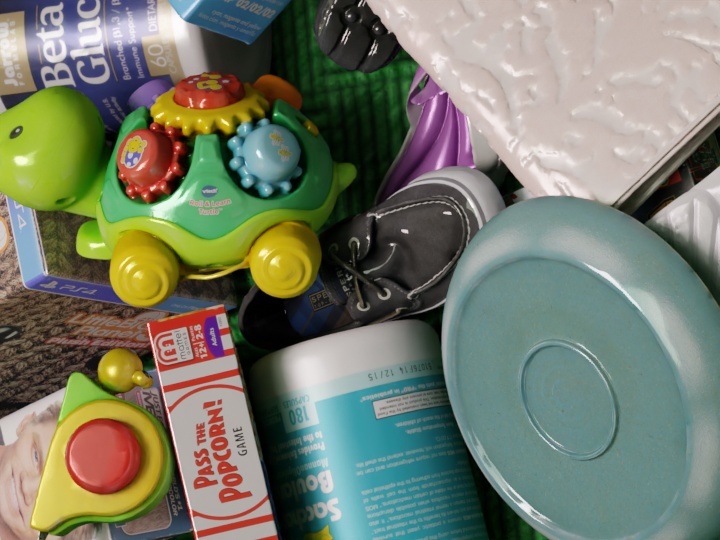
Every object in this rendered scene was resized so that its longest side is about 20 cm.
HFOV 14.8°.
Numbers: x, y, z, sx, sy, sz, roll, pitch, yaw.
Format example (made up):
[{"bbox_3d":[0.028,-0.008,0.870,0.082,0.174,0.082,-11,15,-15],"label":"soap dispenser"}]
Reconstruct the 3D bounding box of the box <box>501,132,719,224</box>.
[{"bbox_3d":[0.149,0.038,1.442,0.136,0.040,0.201,-23,79,38],"label":"box"}]

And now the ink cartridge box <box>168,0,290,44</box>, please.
[{"bbox_3d":[-0.039,-0.234,1.462,0.200,0.068,0.115,-46,61,19],"label":"ink cartridge box"}]

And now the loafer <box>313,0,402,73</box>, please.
[{"bbox_3d":[0.034,-0.201,1.500,0.068,0.070,0.201,28,101,-12],"label":"loafer"}]

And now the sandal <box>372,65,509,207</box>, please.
[{"bbox_3d":[0.051,-0.083,1.504,0.082,0.050,0.204,31,113,33],"label":"sandal"}]

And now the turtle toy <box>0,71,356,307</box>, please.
[{"bbox_3d":[-0.101,-0.053,1.495,0.198,0.146,0.102,-3,114,0],"label":"turtle toy"}]

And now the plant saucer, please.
[{"bbox_3d":[0.111,0.062,1.398,0.199,0.027,0.201,21,122,37],"label":"plant saucer"}]

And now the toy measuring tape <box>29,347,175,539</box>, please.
[{"bbox_3d":[-0.147,0.143,1.536,0.073,0.073,0.201,9,82,38],"label":"toy measuring tape"}]

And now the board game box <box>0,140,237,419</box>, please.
[{"bbox_3d":[-0.203,0.006,1.632,0.199,0.159,0.097,-28,66,34],"label":"board game box"}]

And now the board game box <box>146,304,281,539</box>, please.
[{"bbox_3d":[-0.078,0.107,1.541,0.046,0.200,0.153,-13,83,-4],"label":"board game box"}]

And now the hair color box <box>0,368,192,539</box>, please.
[{"bbox_3d":[-0.184,0.132,1.670,0.200,0.060,0.101,-26,75,52],"label":"hair color box"}]

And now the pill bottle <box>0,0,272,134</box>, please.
[{"bbox_3d":[-0.161,-0.133,1.603,0.199,0.111,0.112,-6,89,23],"label":"pill bottle"}]

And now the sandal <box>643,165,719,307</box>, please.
[{"bbox_3d":[0.214,-0.038,1.366,0.206,0.059,0.079,-31,86,21],"label":"sandal"}]

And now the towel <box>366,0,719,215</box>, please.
[{"bbox_3d":[0.121,-0.145,1.416,0.191,0.032,0.200,-43,67,7],"label":"towel"}]

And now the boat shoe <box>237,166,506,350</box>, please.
[{"bbox_3d":[0.000,0.000,1.510,0.200,0.066,0.070,-21,92,50],"label":"boat shoe"}]

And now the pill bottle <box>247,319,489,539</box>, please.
[{"bbox_3d":[0.011,0.135,1.513,0.110,0.110,0.201,-20,80,38],"label":"pill bottle"}]
